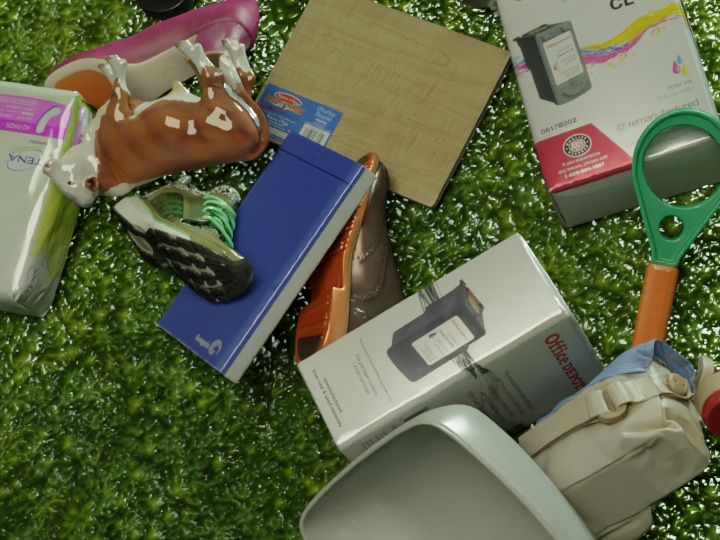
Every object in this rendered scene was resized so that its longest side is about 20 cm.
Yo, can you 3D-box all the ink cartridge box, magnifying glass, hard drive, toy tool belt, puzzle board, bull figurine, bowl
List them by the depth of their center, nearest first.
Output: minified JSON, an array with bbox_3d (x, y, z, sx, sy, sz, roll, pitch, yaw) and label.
[{"bbox_3d":[0.078,0.198,1.558,0.200,0.075,0.200,48,131,0],"label":"bowl"},{"bbox_3d":[0.209,0.106,1.580,0.200,0.125,0.123,-37,30,26],"label":"toy tool belt"},{"bbox_3d":[0.074,0.077,1.627,0.199,0.145,0.085,-31,61,5],"label":"ink cartridge box"},{"bbox_3d":[0.238,-0.026,1.633,0.079,0.022,0.201,11,99,6],"label":"magnifying glass"},{"bbox_3d":[0.203,-0.155,1.712,0.147,0.086,0.201,-19,66,11],"label":"ink cartridge box"},{"bbox_3d":[-0.079,-0.014,1.743,0.200,0.025,0.132,-56,32,-3],"label":"hard drive"},{"bbox_3d":[-0.175,-0.125,1.796,0.199,0.065,0.122,-9,89,10],"label":"bull figurine"},{"bbox_3d":[0.014,-0.151,1.814,0.199,0.017,0.151,23,79,26],"label":"puzzle board"}]

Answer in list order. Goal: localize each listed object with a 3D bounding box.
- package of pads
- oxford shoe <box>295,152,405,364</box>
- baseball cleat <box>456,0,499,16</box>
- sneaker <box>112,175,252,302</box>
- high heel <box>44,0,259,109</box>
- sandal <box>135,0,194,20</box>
[{"bbox_3d":[-0.319,-0.067,1.862,0.154,0.068,0.201,10,76,22],"label":"package of pads"},{"bbox_3d":[0.000,0.000,1.735,0.071,0.073,0.201,-25,47,56],"label":"oxford shoe"},{"bbox_3d":[0.165,-0.285,1.795,0.199,0.070,0.107,-14,58,3],"label":"baseball cleat"},{"bbox_3d":[-0.133,-0.041,1.757,0.089,0.077,0.200,-41,34,-14],"label":"sneaker"},{"bbox_3d":[-0.184,-0.197,1.885,0.199,0.068,0.096,-13,36,27],"label":"high heel"},{"bbox_3d":[-0.165,-0.327,1.929,0.076,0.043,0.201,-3,68,18],"label":"sandal"}]
